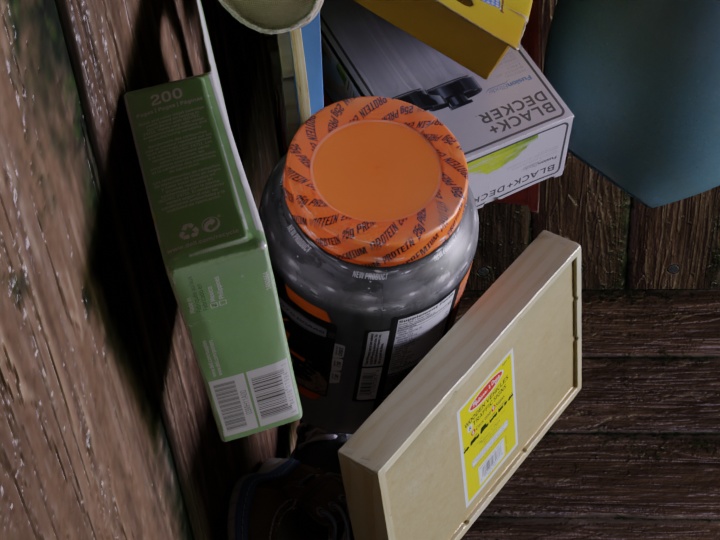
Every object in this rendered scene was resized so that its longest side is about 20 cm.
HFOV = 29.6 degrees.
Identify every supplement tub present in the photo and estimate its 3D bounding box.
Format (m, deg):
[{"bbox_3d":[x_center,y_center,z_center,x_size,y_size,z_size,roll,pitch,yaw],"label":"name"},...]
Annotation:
[{"bbox_3d":[0.000,0.000,0.792,0.201,0.121,0.123,100,-5,-57],"label":"supplement tub"}]

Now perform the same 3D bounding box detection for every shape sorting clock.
[{"bbox_3d":[-0.052,-0.168,0.832,0.200,0.039,0.202,174,-90,-83],"label":"shape sorting clock"}]

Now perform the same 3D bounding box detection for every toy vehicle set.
[{"bbox_3d":[0.065,0.084,0.780,0.200,0.026,0.125,-44,143,-33],"label":"toy vehicle set"}]

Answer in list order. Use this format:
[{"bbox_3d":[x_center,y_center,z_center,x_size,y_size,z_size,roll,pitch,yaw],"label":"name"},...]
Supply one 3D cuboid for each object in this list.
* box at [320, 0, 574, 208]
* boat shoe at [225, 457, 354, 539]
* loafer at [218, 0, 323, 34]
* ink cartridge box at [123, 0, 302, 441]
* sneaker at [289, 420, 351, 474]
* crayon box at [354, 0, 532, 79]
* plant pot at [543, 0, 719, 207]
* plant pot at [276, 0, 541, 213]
[{"bbox_3d":[0.041,-0.133,0.904,0.060,0.116,0.201,92,-27,-57],"label":"box"},{"bbox_3d":[-0.038,0.158,0.857,0.200,0.072,0.073,-59,149,-79],"label":"boat shoe"},{"bbox_3d":[-0.064,-0.191,0.656,0.069,0.075,0.201,-83,161,-44],"label":"loafer"},{"bbox_3d":[-0.075,-0.042,0.650,0.146,0.048,0.201,82,-9,-55],"label":"ink cartridge box"},{"bbox_3d":[-0.034,0.088,1.023,0.116,0.075,0.201,59,34,-26],"label":"sneaker"},{"bbox_3d":[0.046,-0.198,0.849,0.051,0.126,0.201,-54,-171,36],"label":"crayon box"},{"bbox_3d":[0.205,-0.125,0.954,0.135,0.199,0.200,-55,179,8],"label":"plant pot"},{"bbox_3d":[0.041,-0.143,1.059,0.201,0.193,0.203,-1,90,-84],"label":"plant pot"}]
